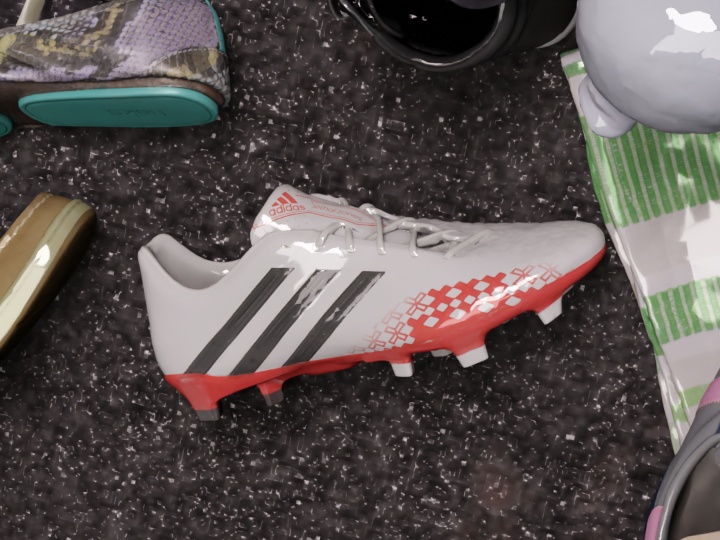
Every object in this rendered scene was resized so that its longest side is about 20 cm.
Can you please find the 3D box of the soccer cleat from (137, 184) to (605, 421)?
[{"bbox_3d":[0.000,0.000,0.872,0.199,0.069,0.086,-15,102,22],"label":"soccer cleat"}]

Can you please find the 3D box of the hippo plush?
[{"bbox_3d":[0.152,-0.055,0.734,0.160,0.200,0.160,19,125,33],"label":"hippo plush"}]

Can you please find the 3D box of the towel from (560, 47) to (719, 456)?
[{"bbox_3d":[0.175,-0.012,0.847,0.152,0.023,0.201,-17,98,16],"label":"towel"}]

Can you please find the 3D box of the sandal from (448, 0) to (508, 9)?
[{"bbox_3d":[0.085,-0.173,0.731,0.076,0.043,0.200,41,109,-7],"label":"sandal"}]

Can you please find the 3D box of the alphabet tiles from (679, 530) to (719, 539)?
[{"bbox_3d":[0.143,0.161,0.824,0.199,0.015,0.196,-7,133,-21],"label":"alphabet tiles"}]

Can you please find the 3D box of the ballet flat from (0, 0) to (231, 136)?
[{"bbox_3d":[-0.148,-0.088,0.898,0.199,0.072,0.072,-5,101,15],"label":"ballet flat"}]

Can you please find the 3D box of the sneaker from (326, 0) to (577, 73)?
[{"bbox_3d":[-0.010,-0.140,0.825,0.199,0.099,0.071,27,109,8],"label":"sneaker"}]

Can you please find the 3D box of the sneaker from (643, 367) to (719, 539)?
[{"bbox_3d":[0.169,0.047,0.808,0.070,0.082,0.201,25,107,8],"label":"sneaker"}]

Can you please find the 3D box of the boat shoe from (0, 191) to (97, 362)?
[{"bbox_3d":[-0.192,0.032,0.926,0.063,0.073,0.201,43,116,-3],"label":"boat shoe"}]
